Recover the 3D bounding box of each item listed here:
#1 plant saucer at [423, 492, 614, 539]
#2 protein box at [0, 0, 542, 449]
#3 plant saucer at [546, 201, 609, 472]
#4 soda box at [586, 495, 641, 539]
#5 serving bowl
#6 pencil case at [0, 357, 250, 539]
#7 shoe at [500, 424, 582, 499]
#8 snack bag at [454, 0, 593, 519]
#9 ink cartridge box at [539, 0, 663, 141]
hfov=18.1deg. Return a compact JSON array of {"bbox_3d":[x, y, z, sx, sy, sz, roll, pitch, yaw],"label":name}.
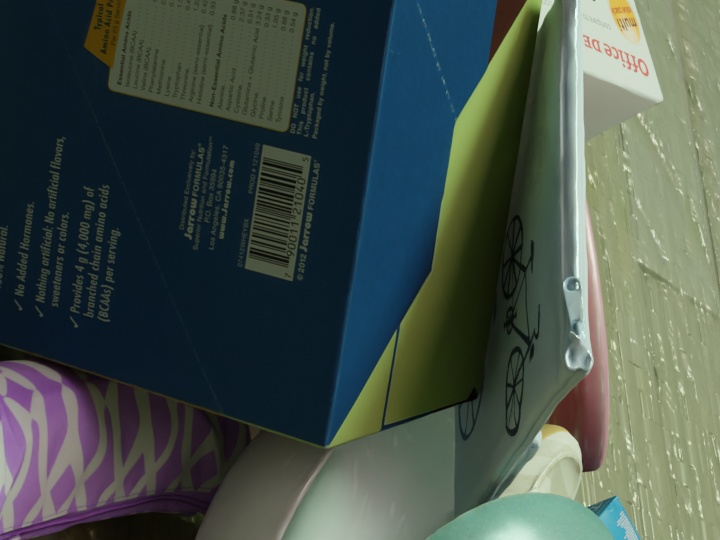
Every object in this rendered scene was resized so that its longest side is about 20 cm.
[{"bbox_3d":[0.059,0.196,0.992,0.200,0.036,0.201,-20,122,-36],"label":"plant saucer"},{"bbox_3d":[-0.050,-0.052,0.969,0.135,0.199,0.199,-11,113,-59],"label":"protein box"},{"bbox_3d":[0.100,0.016,1.283,0.201,0.051,0.201,174,-90,-89],"label":"plant saucer"},{"bbox_3d":[0.096,0.199,1.241,0.064,0.068,0.200,62,32,-4],"label":"soda box"},{"bbox_3d":[-0.026,0.137,1.053,0.200,0.066,0.201,-40,140,-44],"label":"serving bowl"},{"bbox_3d":[-0.130,0.079,0.985,0.086,0.084,0.200,55,29,16],"label":"pencil case"},{"bbox_3d":[0.064,0.168,1.110,0.200,0.053,0.070,-58,149,-19],"label":"shoe"},{"bbox_3d":[0.072,-0.004,0.989,0.021,0.200,0.189,7,62,-9],"label":"snack bag"},{"bbox_3d":[0.072,-0.176,1.404,0.147,0.144,0.201,12,59,-52],"label":"ink cartridge box"}]
